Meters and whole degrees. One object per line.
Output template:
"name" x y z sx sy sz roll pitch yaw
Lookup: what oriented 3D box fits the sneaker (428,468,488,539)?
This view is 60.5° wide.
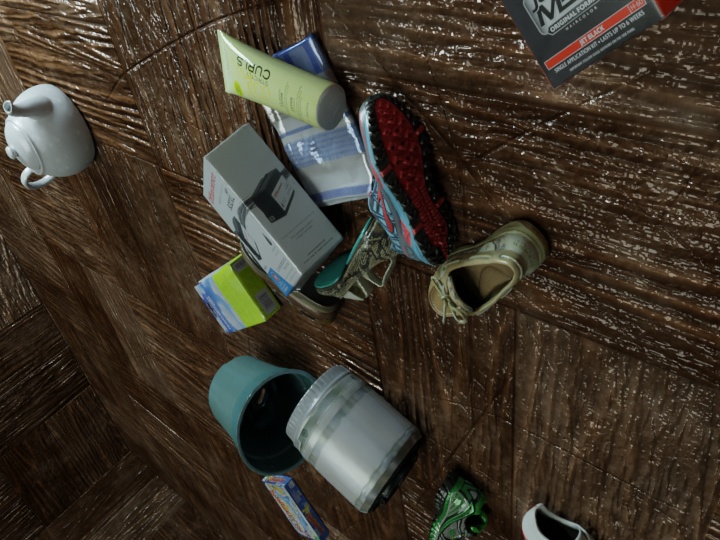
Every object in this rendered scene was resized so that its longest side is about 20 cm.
"sneaker" 0.166 0.426 1.039 0.084 0.078 0.204 27 140 28

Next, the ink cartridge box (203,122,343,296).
"ink cartridge box" -0.129 -0.079 0.868 0.201 0.083 0.145 50 161 0

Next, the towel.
"towel" -0.058 -0.174 0.770 0.145 0.024 0.204 -1 121 49

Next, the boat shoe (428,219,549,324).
"boat shoe" 0.126 0.010 0.695 0.073 0.063 0.200 46 147 2

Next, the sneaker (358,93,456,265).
"sneaker" 0.032 -0.093 0.692 0.094 0.079 0.204 7 127 48

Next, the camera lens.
"camera lens" -0.007 0.280 1.025 0.198 0.160 0.162 37 145 17

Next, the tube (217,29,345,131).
"tube" -0.103 -0.218 0.725 0.197 0.059 0.051 32 -173 31

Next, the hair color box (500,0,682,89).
"hair color box" 0.133 -0.248 0.437 0.203 0.061 0.101 55 147 -7

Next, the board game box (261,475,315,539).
"board game box" -0.180 0.652 1.706 0.134 0.034 0.203 -13 112 54

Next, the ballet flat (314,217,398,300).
"ballet flat" 0.000 0.000 0.841 0.074 0.069 0.200 35 145 -8

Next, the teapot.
"teapot" -0.659 -0.270 1.275 0.194 0.146 0.204 12 133 43

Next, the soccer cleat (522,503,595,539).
"soccer cleat" 0.312 0.403 0.855 0.198 0.068 0.087 34 149 30

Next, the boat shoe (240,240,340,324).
"boat shoe" -0.118 0.018 0.982 0.198 0.072 0.069 38 144 17

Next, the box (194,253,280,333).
"box" -0.237 0.049 1.175 0.124 0.047 0.198 57 146 -9

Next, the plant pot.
"plant pot" -0.200 0.270 1.232 0.194 0.199 0.205 14 134 51
